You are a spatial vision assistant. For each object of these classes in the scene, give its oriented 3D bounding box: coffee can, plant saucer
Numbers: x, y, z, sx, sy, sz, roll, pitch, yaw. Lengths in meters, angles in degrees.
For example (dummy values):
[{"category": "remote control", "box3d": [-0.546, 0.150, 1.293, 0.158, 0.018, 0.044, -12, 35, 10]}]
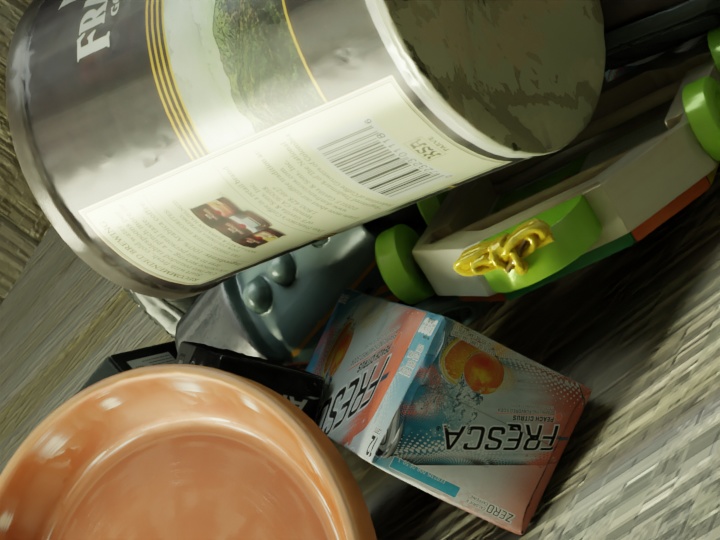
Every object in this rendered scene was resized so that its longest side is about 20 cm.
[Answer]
[{"category": "coffee can", "box3d": [-0.023, -0.085, 1.046, 0.200, 0.146, 0.146, -21, 30, 37]}, {"category": "plant saucer", "box3d": [-0.074, 0.138, 1.021, 0.200, 0.200, 0.032, -51, -31, 16]}]

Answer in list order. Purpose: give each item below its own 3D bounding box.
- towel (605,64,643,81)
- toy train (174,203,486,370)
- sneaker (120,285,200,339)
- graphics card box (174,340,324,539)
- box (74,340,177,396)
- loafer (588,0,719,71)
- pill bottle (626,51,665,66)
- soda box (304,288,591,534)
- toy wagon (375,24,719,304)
[{"category": "towel", "box3d": [0.125, -0.206, 1.251, 0.147, 0.022, 0.200, -126, 46, -57]}, {"category": "toy train", "box3d": [0.000, 0.000, 1.198, 0.114, 0.085, 0.200, -6, -31, -41]}, {"category": "sneaker", "box3d": [-0.053, 0.000, 1.300, 0.080, 0.200, 0.074, -48, 54, 16]}, {"category": "graphics card box", "box3d": [-0.070, 0.133, 1.109, 0.125, 0.051, 0.200, -171, 96, -79]}, {"category": "box", "box3d": [-0.113, 0.101, 1.354, 0.160, 0.044, 0.200, -49, -16, 21]}, {"category": "loafer", "box3d": [0.143, -0.134, 1.041, 0.200, 0.063, 0.072, -22, -5, 42]}, {"category": "pill bottle", "box3d": [0.126, -0.160, 1.137, 0.200, 0.111, 0.111, -38, 18, 37]}, {"category": "soda box", "box3d": [0.027, 0.053, 1.051, 0.064, 0.068, 0.200, -64, 11, -3]}, {"category": "toy wagon", "box3d": [0.081, -0.032, 1.024, 0.155, 0.040, 0.200, -26, 14, 25]}]
